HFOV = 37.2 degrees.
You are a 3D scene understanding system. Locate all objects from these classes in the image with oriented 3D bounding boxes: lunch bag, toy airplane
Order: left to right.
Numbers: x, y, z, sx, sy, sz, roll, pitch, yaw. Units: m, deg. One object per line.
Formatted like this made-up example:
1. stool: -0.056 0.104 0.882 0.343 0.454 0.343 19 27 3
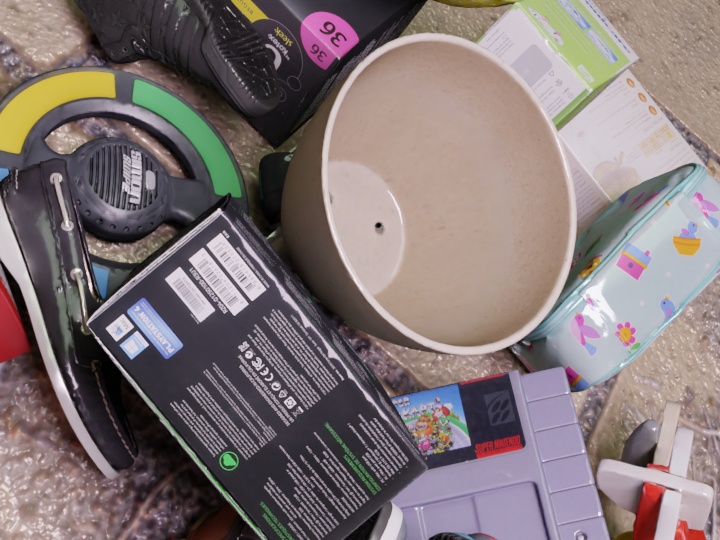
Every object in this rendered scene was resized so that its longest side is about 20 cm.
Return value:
1. lunch bag: 0.199 0.009 0.851 0.200 0.160 0.077 -44 94 -9
2. toy airplane: 0.199 0.202 0.773 0.199 0.140 0.202 1 86 -57

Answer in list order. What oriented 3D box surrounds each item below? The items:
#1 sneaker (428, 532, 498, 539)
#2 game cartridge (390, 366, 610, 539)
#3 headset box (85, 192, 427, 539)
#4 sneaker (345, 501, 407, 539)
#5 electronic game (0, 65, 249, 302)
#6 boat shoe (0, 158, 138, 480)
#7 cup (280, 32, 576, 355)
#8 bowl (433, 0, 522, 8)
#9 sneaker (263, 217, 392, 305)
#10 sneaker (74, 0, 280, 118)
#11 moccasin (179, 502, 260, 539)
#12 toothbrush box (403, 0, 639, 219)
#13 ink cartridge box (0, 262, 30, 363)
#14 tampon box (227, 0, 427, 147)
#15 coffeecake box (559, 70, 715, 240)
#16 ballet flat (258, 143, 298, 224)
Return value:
1. sneaker: 0.090 0.212 0.657 0.094 0.201 0.080 -10 52 -6
2. game cartridge: 0.055 0.143 0.717 0.198 0.038 0.131 -13 69 3
3. headset box: -0.060 0.052 0.631 0.092 0.200 0.175 -38 100 0
4. sneaker: 0.010 0.250 0.644 0.120 0.084 0.202 30 77 -15
5. electronic game: -0.172 -0.059 0.759 0.198 0.042 0.202 15 56 -24
6. boat shoe: -0.174 0.028 0.665 0.060 0.074 0.202 -23 86 -12
7. cup: 0.025 -0.039 0.719 0.198 0.143 0.203 6 79 -32
8. bowl: 0.043 -0.275 0.768 0.199 0.107 0.203 21 64 -51
9. sneaker: 0.000 0.000 0.811 0.198 0.070 0.094 -18 68 -40
10. sneaker: -0.149 -0.182 0.804 0.201 0.104 0.060 56 34 -2
11. moccasin: -0.111 0.210 0.627 0.074 0.077 0.202 48 44 -18
12. toothbrush box: 0.124 -0.139 0.845 0.086 0.145 0.200 49 28 1
13. ink cartridge box: -0.250 -0.011 0.625 0.067 0.116 0.202 -21 75 -15
14. tampon box: -0.042 -0.233 0.884 0.150 0.126 0.200 43 50 -1
15. coffeecake box: 0.230 -0.105 1.013 0.153 0.073 0.201 -33 83 -40
16. ballet flat: 0.001 -0.087 0.866 0.198 0.073 0.074 -16 73 -35
